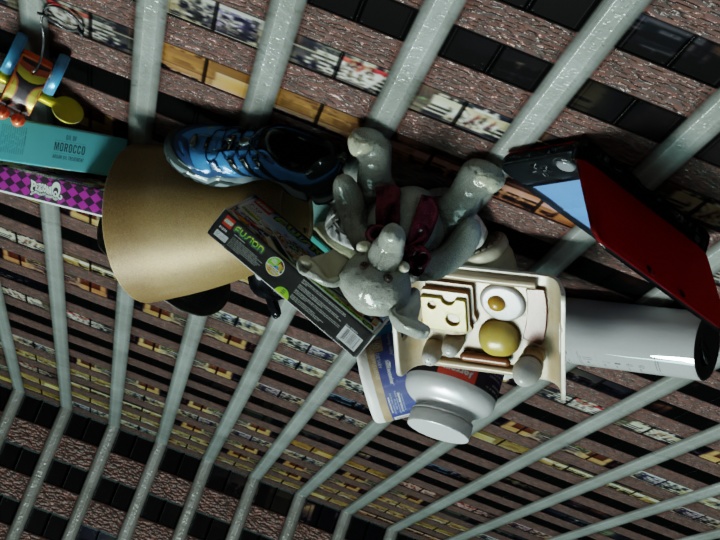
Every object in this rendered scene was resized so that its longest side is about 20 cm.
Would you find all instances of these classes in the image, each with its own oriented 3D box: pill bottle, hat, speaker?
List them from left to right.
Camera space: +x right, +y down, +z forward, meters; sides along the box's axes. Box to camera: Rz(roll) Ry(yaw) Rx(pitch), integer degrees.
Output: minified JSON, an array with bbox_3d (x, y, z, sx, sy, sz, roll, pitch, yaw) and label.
[{"bbox_3d":[-0.238,-0.037,1.848,0.200,0.201,0.081,27,120,-21],"label":"hat"},{"bbox_3d":[0.101,0.120,1.833,0.200,0.111,0.111,-15,156,3],"label":"pill bottle"},{"bbox_3d":[0.123,0.102,1.716,0.112,0.200,0.112,17,161,6],"label":"pill bottle"},{"bbox_3d":[0.311,0.078,1.651,0.200,0.081,0.081,5,157,36],"label":"speaker"}]

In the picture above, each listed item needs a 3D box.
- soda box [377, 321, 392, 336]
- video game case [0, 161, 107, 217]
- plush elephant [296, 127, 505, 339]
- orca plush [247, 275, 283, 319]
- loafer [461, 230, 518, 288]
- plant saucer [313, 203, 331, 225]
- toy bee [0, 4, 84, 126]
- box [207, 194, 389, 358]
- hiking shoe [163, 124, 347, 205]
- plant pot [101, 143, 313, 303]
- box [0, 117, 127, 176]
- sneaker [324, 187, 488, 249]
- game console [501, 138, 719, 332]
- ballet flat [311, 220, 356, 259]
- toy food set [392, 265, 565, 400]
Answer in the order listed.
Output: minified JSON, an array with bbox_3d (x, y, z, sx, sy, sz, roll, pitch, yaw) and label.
[{"bbox_3d":[0.052,0.076,1.921,0.200,0.068,0.064,25,161,-15],"label":"soda box"},{"bbox_3d":[-0.335,-0.102,1.734,0.200,0.036,0.181,14,-170,20],"label":"video game case"},{"bbox_3d":[0.030,-0.022,1.433,0.164,0.155,0.200,22,125,3],"label":"plush elephant"},{"bbox_3d":[-0.095,0.029,1.876,0.105,0.071,0.200,-1,-177,-39],"label":"orca plush"},{"bbox_3d":[0.110,0.012,1.645,0.068,0.076,0.200,57,149,-8],"label":"loafer"},{"bbox_3d":[-0.097,-0.052,1.766,0.200,0.036,0.200,17,161,6],"label":"plant saucer"},{"bbox_3d":[-0.363,-0.200,1.508,0.131,0.109,0.200,20,161,4],"label":"toy bee"},{"bbox_3d":[-0.060,0.003,1.490,0.200,0.035,0.110,40,-164,2],"label":"box"},{"bbox_3d":[-0.112,-0.132,1.525,0.200,0.075,0.087,9,153,0],"label":"hiking shoe"},{"bbox_3d":[-0.162,-0.058,1.629,0.200,0.187,0.186,-2,154,21],"label":"plant pot"},{"bbox_3d":[-0.367,-0.145,1.630,0.082,0.049,0.200,13,-176,35],"label":"box"},{"bbox_3d":[0.052,-0.042,1.589,0.200,0.078,0.099,6,161,37],"label":"sneaker"},{"bbox_3d":[0.241,-0.027,1.371,0.200,0.119,0.172,32,157,-32],"label":"game console"},{"bbox_3d":[0.000,0.000,1.625,0.069,0.069,0.200,36,-168,-40],"label":"ballet flat"},{"bbox_3d":[0.132,0.071,1.578,0.200,0.060,0.144,6,125,18],"label":"toy food set"}]
